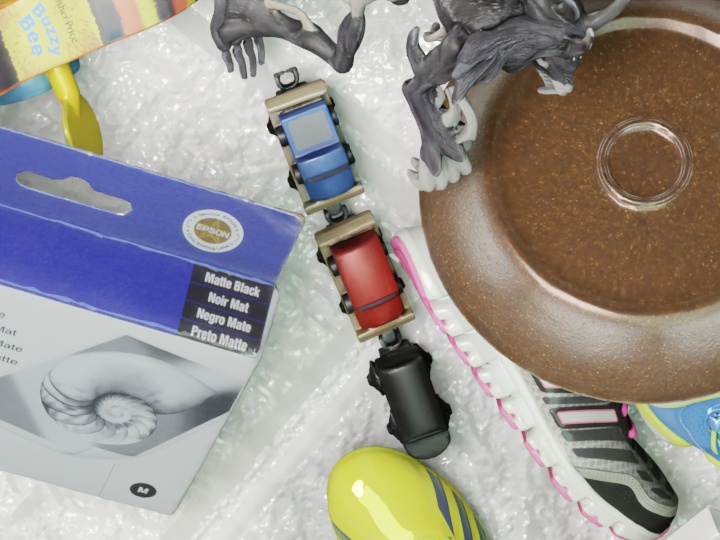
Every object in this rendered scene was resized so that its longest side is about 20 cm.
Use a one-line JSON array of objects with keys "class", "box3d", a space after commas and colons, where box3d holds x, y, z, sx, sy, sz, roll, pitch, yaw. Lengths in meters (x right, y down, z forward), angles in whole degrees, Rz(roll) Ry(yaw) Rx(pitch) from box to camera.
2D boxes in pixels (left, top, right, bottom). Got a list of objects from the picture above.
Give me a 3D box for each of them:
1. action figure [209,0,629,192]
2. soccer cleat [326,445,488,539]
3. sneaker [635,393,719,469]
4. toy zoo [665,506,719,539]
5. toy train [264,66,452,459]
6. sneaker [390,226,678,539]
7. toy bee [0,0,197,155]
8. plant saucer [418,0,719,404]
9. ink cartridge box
[{"class": "action figure", "box3d": [0.037, -0.106, 1.065, 0.119, 0.200, 0.102, -55, 139, -22]}, {"class": "soccer cleat", "box3d": [0.047, 0.172, 1.201, 0.065, 0.084, 0.200, -27, 108, 2]}, {"class": "sneaker", "box3d": [0.202, 0.076, 1.147, 0.200, 0.105, 0.076, 36, 88, -41]}, {"class": "toy zoo", "box3d": [0.183, 0.183, 1.210, 0.200, 0.020, 0.131, 22, 122, -26]}, {"class": "toy train", "box3d": [0.000, 0.000, 1.163, 0.034, 0.046, 0.200, -21, 108, 1]}, {"class": "sneaker", "box3d": [0.103, 0.040, 1.173, 0.087, 0.074, 0.200, -36, 106, 6]}, {"class": "toy bee", "box3d": [-0.156, -0.092, 1.087, 0.200, 0.109, 0.131, -41, 109, 7]}, {"class": "plant saucer", "box3d": [0.124, -0.043, 1.101, 0.200, 0.037, 0.201, -1, 74, 4]}, {"class": "ink cartridge box", "box3d": [-0.146, 0.022, 1.104, 0.199, 0.041, 0.200, 16, 140, -10]}]
